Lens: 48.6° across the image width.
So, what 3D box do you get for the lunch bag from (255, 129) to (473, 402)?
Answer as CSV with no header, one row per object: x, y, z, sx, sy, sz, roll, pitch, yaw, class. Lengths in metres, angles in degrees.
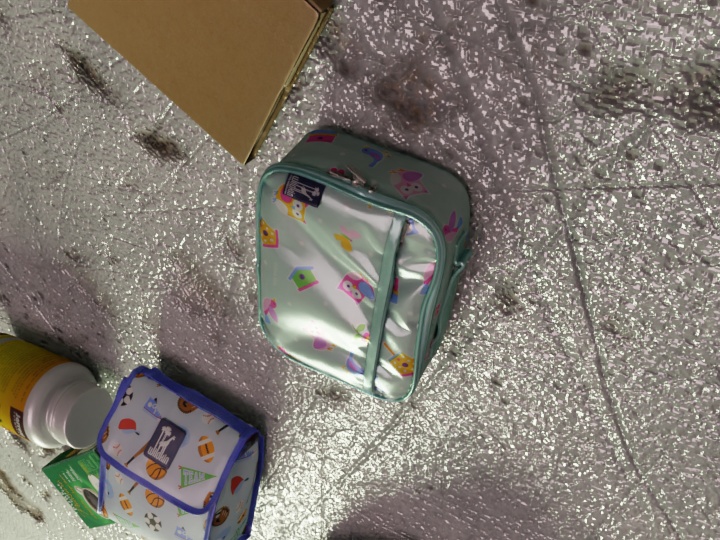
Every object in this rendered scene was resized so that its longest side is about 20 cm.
0.000,0.000,0.612,0.160,0.077,0.201,24,133,20,lunch bag

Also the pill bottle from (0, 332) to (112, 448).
-0.413,0.155,1.012,0.199,0.109,0.110,16,130,27,pill bottle

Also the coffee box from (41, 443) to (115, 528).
-0.370,0.302,1.140,0.200,0.044,0.123,-28,103,45,coffee box

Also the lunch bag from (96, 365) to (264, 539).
-0.205,0.223,0.908,0.169,0.124,0.201,26,120,18,lunch bag

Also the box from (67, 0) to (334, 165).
-0.130,-0.198,0.598,0.200,0.021,0.164,42,137,2,box
